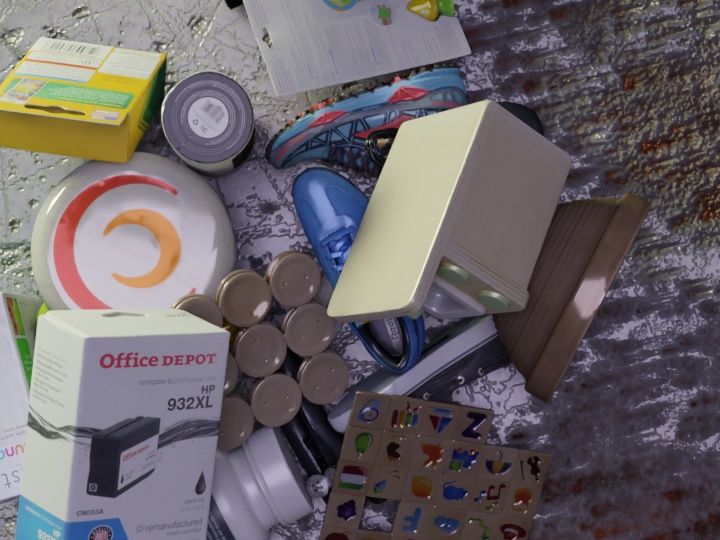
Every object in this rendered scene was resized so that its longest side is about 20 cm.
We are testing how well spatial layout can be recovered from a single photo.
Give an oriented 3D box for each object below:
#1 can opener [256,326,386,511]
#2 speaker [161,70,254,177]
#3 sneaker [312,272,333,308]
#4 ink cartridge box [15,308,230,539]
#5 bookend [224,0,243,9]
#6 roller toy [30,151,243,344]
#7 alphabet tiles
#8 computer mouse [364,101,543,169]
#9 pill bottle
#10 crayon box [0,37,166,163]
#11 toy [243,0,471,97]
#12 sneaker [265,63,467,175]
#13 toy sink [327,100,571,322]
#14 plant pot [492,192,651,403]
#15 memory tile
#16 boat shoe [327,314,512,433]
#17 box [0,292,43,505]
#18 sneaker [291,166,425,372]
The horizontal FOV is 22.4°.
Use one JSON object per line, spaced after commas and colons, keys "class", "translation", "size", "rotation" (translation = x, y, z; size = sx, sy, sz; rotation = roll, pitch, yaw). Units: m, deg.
{"class": "can opener", "translation": [-0.049, 0.143, 1.699], "size": [0.063, 0.079, 0.200], "rotation": [-40, 80, 26]}
{"class": "speaker", "translation": [-0.135, -0.129, 1.640], "size": [0.081, 0.200, 0.081], "rotation": [0, 89, -3]}
{"class": "sneaker", "translation": [0.055, -0.003, 1.688], "size": [0.200, 0.077, 0.111], "rotation": [-43, 77, -7]}
{"class": "ink cartridge box", "translation": [-0.198, 0.139, 1.516], "size": [0.145, 0.084, 0.201], "rotation": [0, 102, -39]}
{"class": "bookend", "translation": [-0.080, -0.382, 1.703], "size": [0.200, 0.092, 0.199], "rotation": [-25, 87, 0]}
{"class": "roller toy", "translation": [-0.205, -0.010, 1.667], "size": [0.199, 0.140, 0.183], "rotation": [-9, 82, -7]}
{"class": "alphabet tiles", "translation": [0.071, 0.200, 1.668], "size": [0.199, 0.008, 0.168], "rotation": [9, 107, -16]}
{"class": "computer mouse", "translation": [0.092, -0.120, 1.664], "size": [0.200, 0.034, 0.059], "rotation": [-12, 96, -33]}
{"class": "pill bottle", "translation": [-0.150, 0.225, 1.664], "size": [0.200, 0.120, 0.120], "rotation": [-26, 87, 1]}
{"class": "crayon box", "translation": [-0.257, -0.151, 1.647], "size": [0.125, 0.200, 0.052], "rotation": [8, 115, 3]}
{"class": "toy", "translation": [-0.008, -0.226, 1.692], "size": [0.199, 0.047, 0.115], "rotation": [-16, 77, -19]}
{"class": "sneaker", "translation": [0.011, -0.122, 1.695], "size": [0.199, 0.079, 0.096], "rotation": [-20, 89, 1]}
{"class": "toy sink", "translation": [0.079, -0.026, 1.560], "size": [0.112, 0.130, 0.200], "rotation": [32, 67, -27]}
{"class": "plant pot", "translation": [0.175, 0.010, 1.624], "size": [0.093, 0.201, 0.201], "rotation": [27, 89, 6]}
{"class": "memory tile", "translation": [-0.112, 0.080, 1.614], "size": [0.200, 0.017, 0.154], "rotation": [-24, 112, -18]}
{"class": "boat shoe", "translation": [0.066, 0.107, 1.681], "size": [0.200, 0.070, 0.066], "rotation": [-32, 99, -18]}
{"class": "box", "translation": [-0.322, 0.119, 1.636], "size": [0.096, 0.200, 0.177], "rotation": [-17, 86, 1]}
{"class": "sneaker", "translation": [0.000, 0.000, 1.618], "size": [0.066, 0.078, 0.200], "rotation": [-26, 101, 11]}
